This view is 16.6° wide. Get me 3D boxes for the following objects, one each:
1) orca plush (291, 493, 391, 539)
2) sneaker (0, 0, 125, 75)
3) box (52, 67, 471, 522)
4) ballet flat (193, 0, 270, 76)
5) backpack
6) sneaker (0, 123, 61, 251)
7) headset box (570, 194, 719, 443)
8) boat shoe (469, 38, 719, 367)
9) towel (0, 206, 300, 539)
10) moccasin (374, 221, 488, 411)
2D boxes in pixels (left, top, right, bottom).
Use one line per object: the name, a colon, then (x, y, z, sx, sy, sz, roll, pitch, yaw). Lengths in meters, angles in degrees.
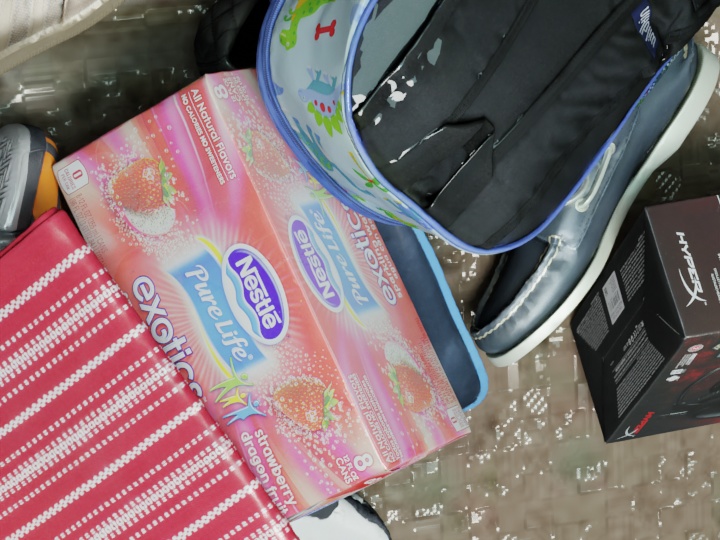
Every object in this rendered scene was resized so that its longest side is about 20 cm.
orca plush: (-0.081, 0.126, 1.262, 0.199, 0.071, 0.106, -9, 135, -24)
sneaker: (-0.170, -0.141, 1.150, 0.200, 0.070, 0.076, -38, 140, -4)
box: (-0.045, 0.014, 1.166, 0.102, 0.095, 0.201, -27, 85, 28)
ballet flat: (0.006, -0.149, 1.221, 0.200, 0.057, 0.067, -37, 111, -7)
backpack: (0.047, -0.118, 1.144, 0.183, 0.147, 0.200, 42, 76, -37)
sneaker: (-0.144, 0.026, 1.215, 0.111, 0.078, 0.201, 3, 112, -23)
headset box: (0.226, 0.015, 1.276, 0.199, 0.149, 0.078, -8, 68, -15)
boat shoe: (0.109, -0.045, 1.269, 0.062, 0.075, 0.200, 35, 90, -23)
towel: (-0.131, 0.085, 1.146, 0.144, 0.022, 0.200, -36, 90, 26)
moccasin: (0.000, 0.000, 1.243, 0.068, 0.080, 0.201, -31, 109, -8)
